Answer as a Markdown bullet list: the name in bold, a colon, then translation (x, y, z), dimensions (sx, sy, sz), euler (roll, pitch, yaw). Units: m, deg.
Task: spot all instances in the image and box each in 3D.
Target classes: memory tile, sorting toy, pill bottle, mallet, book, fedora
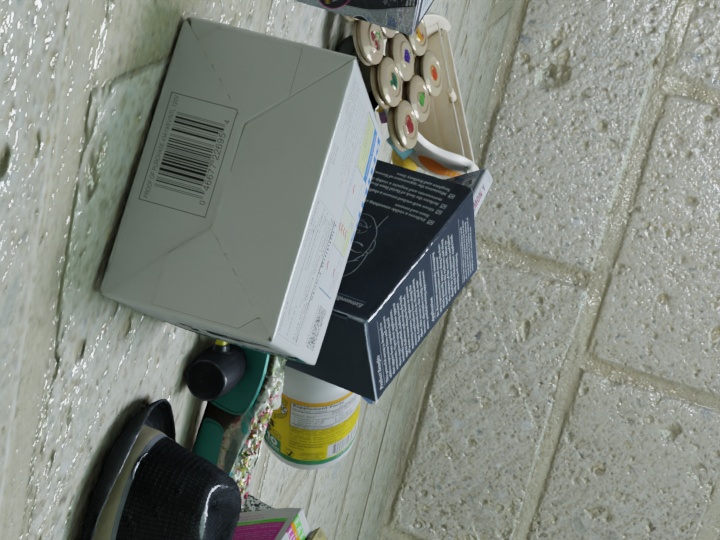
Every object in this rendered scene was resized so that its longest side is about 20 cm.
- **memory tile**: translation (0.033, -0.238, 1.339), dimensions (0.201, 0.017, 0.154), euler (66, 32, -30)
- **sorting toy**: translation (0.052, -0.213, 1.532), dimensions (0.180, 0.106, 0.202), euler (34, 44, -66)
- **pill bottle**: translation (-0.053, 0.120, 1.446), dimensions (0.201, 0.112, 0.113), euler (97, 13, -49)
- **mallet**: translation (-0.110, 0.011, 1.145), dimensions (0.066, 0.041, 0.202), euler (-22, 124, -78)
- **book**: translation (-0.132, 0.268, 1.142), dimensions (0.200, 0.133, 0.048), euler (-45, 118, -70)
- **fedora**: translation (-0.150, 0.203, 1.036), dimensions (0.201, 0.091, 0.202), euler (17, 90, -81)

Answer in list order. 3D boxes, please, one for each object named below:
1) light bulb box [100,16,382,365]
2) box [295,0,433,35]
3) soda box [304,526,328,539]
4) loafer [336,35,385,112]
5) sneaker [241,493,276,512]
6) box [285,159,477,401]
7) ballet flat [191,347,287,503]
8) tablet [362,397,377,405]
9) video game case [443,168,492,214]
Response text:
- **light bulb box**: translation (-0.075, -0.047, 0.947), dimensions (0.200, 0.124, 0.200), euler (57, 49, -80)
- **box**: translation (0.029, -0.315, 1.153), dimensions (0.200, 0.114, 0.133), euler (-61, 166, -51)
- **soda box**: translation (-0.110, 0.319, 1.227), dimensions (0.199, 0.064, 0.068), euler (-30, -176, 16)
- **loafer**: translation (-0.014, -0.143, 1.341), dimensions (0.075, 0.069, 0.202), euler (73, 34, -74)
- **sneaker**: translation (-0.139, 0.311, 1.326), dimensions (0.077, 0.088, 0.202), euler (8, 101, -80)
- **box**: translation (0.000, 0.000, 1.246), dimensions (0.200, 0.147, 0.108), euler (-49, 146, -36)
- **ballet flat**: translation (-0.109, 0.135, 1.221), dimensions (0.064, 0.075, 0.201), euler (9, 107, -51)
- **tablet**: translation (-0.018, 0.072, 1.481), dimensions (0.014, 0.130, 0.200), euler (-44, 165, -25)
- **video game case**: translation (0.040, -0.041, 1.519), dimensions (0.023, 0.199, 0.183), euler (60, 35, -25)
